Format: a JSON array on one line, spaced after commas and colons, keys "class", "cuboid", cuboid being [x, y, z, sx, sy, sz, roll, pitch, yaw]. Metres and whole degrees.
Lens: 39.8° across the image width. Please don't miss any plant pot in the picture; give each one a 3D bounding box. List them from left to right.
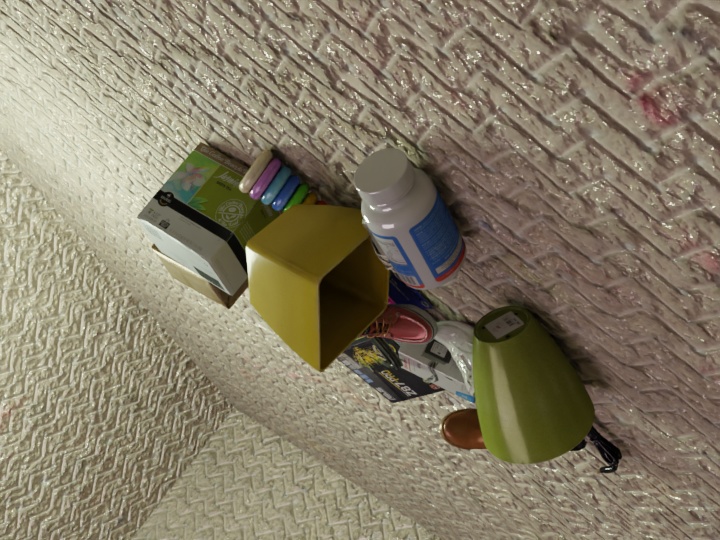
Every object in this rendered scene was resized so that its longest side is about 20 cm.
[{"class": "plant pot", "cuboid": [-0.078, 0.005, 1.629, 0.175, 0.200, 0.202, 25, 136, 25]}, {"class": "plant pot", "cuboid": [0.249, 0.162, 1.552, 0.186, 0.187, 0.202, 15, 136, 51]}]

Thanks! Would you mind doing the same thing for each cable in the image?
[{"class": "cable", "cuboid": [0.017, 0.095, 1.855, 0.200, 0.050, 0.098, 42, 159, 31]}]

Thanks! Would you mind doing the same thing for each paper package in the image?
[{"class": "paper package", "cuboid": [-0.292, -0.048, 2.038, 0.199, 0.191, 0.104, 24, 155, 36]}]

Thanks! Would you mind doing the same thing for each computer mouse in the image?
[{"class": "computer mouse", "cuboid": [0.390, 0.309, 1.791, 0.141, 0.046, 0.200, 46, 153, 0]}]

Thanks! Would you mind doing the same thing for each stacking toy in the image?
[{"class": "stacking toy", "cuboid": [-0.108, -0.117, 1.712, 0.199, 0.086, 0.085, 37, 162, -8]}]

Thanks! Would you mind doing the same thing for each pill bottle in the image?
[{"class": "pill bottle", "cuboid": [0.068, -0.074, 1.408, 0.112, 0.113, 0.201, 22, 155, 41]}]

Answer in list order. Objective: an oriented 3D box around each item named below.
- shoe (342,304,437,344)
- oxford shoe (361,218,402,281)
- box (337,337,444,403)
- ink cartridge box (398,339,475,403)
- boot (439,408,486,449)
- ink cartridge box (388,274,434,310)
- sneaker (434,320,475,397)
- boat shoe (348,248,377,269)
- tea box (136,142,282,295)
[{"class": "shoe", "cuboid": [0.031, 0.095, 1.748, 0.198, 0.091, 0.072, 17, 115, 16]}, {"class": "oxford shoe", "cuboid": [0.054, -0.030, 1.557, 0.075, 0.058, 0.200, 20, 168, 29]}, {"class": "box", "cuboid": [0.063, 0.186, 2.015, 0.160, 0.049, 0.200, -19, 130, 42]}, {"class": "ink cartridge box", "cuboid": [0.137, 0.163, 1.847, 0.198, 0.067, 0.116, 25, 164, 13]}, {"class": "boot", "cuboid": [0.253, 0.284, 1.746, 0.197, 0.075, 0.155, 8, 172, -18]}, {"class": "ink cartridge box", "cuboid": [0.052, 0.050, 1.859, 0.095, 0.037, 0.199, 45, 159, -18]}, {"class": "sneaker", "cuboid": [0.193, 0.156, 1.728, 0.199, 0.100, 0.075, 30, 162, 30]}, {"class": "boat shoe", "cuboid": [0.002, -0.002, 1.775, 0.063, 0.073, 0.201, 42, 155, 4]}, {"class": "tea box", "cuboid": [-0.270, -0.098, 1.868, 0.199, 0.197, 0.134, 28, 160, 27]}]
